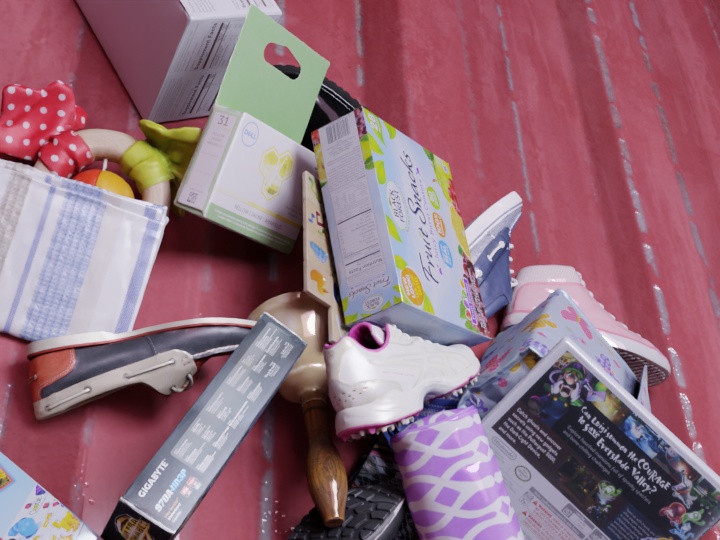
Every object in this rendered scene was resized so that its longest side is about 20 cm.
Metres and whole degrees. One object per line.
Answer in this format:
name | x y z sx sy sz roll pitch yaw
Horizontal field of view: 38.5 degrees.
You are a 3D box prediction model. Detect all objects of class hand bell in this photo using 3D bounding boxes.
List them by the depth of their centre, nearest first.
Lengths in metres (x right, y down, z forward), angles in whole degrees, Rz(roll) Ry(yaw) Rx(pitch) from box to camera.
hand bell | -0.039 0.125 0.878 0.104 0.104 0.200 9 44 -24

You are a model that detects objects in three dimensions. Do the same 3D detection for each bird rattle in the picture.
bird rattle | -0.244 -0.088 0.952 0.200 0.113 0.163 12 69 -19

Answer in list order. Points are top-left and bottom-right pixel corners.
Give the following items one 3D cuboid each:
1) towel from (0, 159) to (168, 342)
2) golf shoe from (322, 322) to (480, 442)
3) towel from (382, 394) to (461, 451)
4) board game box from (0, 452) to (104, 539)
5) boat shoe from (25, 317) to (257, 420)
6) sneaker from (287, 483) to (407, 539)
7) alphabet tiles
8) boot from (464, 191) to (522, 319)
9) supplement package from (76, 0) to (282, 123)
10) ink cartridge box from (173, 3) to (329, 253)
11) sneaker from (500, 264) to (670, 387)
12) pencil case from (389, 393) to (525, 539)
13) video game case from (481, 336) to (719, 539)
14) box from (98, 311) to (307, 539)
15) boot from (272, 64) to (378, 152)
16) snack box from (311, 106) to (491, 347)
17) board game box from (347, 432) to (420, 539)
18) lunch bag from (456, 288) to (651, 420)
towel | -0.278 -0.013 0.888 0.200 0.024 0.147 17 79 -16
golf shoe | 0.039 0.079 0.892 0.200 0.075 0.092 -16 82 -57
towel | 0.062 0.098 1.000 0.145 0.024 0.200 11 41 -34
board game box | -0.257 0.208 0.709 0.200 0.103 0.105 40 47 3
boat shoe | -0.175 0.078 0.862 0.200 0.071 0.063 -8 77 -17
sneaker | -0.027 0.259 0.825 0.200 0.076 0.088 -41 121 -34
alphabet tiles | 0.000 0.000 0.964 0.166 0.006 0.200 37 39 -43
boot | 0.139 -0.008 1.131 0.090 0.073 0.200 50 49 0
supplement package | -0.199 -0.282 1.081 0.111 0.156 0.200 -15 65 -38
ink cartridge box | -0.085 -0.130 0.985 0.048 0.200 0.146 21 -2 32
sneaker | 0.252 0.054 1.136 0.200 0.075 0.105 20 54 -10
pencil case | 0.088 0.209 0.846 0.084 0.086 0.200 -18 80 -1
video game case | 0.188 0.189 0.891 0.200 0.182 0.023 43 12 4
box | -0.128 0.146 0.792 0.046 0.159 0.200 35 47 0
boot | -0.042 -0.119 1.099 0.211 0.079 0.158 29 47 -8
snack box | 0.039 -0.031 0.976 0.169 0.068 0.200 25 47 -52
board game box | 0.078 0.235 0.927 0.200 0.035 0.136 37 46 0
lunch bag | 0.210 0.138 0.988 0.200 0.127 0.170 50 26 0
